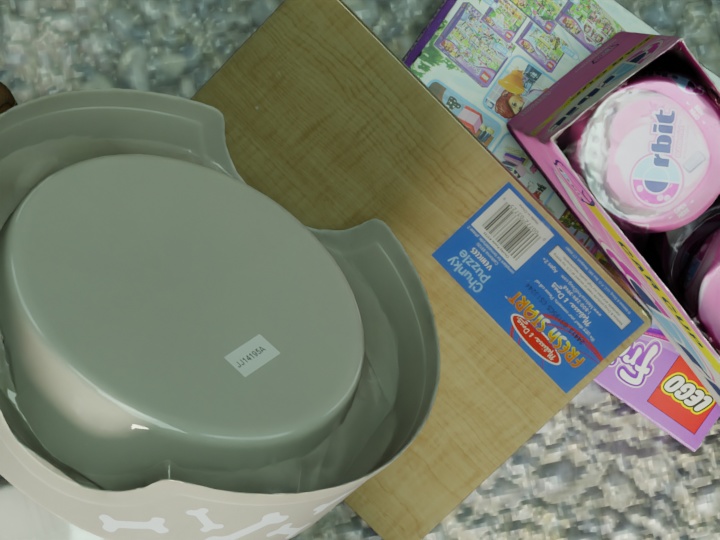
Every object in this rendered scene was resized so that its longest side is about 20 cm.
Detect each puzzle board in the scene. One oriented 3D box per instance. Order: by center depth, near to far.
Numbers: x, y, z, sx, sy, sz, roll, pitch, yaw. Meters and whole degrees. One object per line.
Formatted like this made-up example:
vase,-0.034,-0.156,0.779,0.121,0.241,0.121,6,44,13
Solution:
puzzle board,0.000,0.000,0.951,0.200,0.017,0.151,45,105,-4

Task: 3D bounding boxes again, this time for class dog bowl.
dog bowl,-0.071,0.022,0.865,0.199,0.059,0.201,17,43,-16

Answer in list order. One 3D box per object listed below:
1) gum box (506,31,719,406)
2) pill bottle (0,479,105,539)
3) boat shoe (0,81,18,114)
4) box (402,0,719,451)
gum box,0.150,0.003,0.912,0.066,0.114,0.200,-39,99,0
pill bottle,-0.085,0.171,0.897,0.109,0.110,0.201,-18,90,-13
boat shoe,-0.181,0.015,0.921,0.068,0.072,0.201,29,90,-13
box,0.101,-0.035,0.981,0.200,0.039,0.137,35,92,-8
